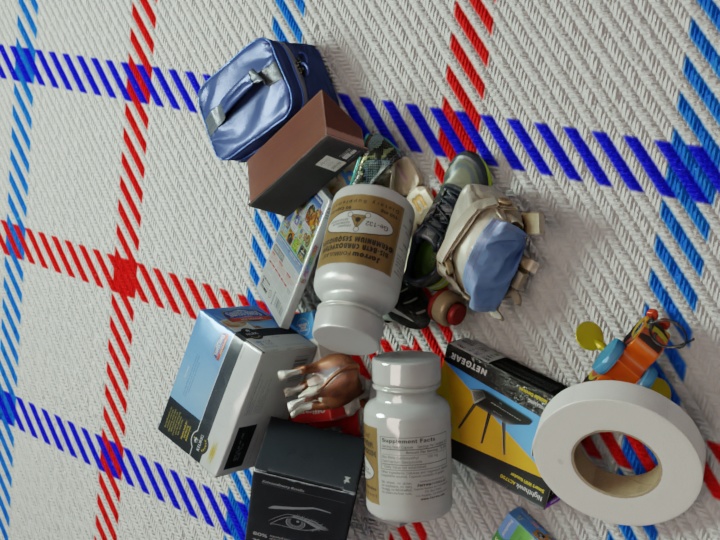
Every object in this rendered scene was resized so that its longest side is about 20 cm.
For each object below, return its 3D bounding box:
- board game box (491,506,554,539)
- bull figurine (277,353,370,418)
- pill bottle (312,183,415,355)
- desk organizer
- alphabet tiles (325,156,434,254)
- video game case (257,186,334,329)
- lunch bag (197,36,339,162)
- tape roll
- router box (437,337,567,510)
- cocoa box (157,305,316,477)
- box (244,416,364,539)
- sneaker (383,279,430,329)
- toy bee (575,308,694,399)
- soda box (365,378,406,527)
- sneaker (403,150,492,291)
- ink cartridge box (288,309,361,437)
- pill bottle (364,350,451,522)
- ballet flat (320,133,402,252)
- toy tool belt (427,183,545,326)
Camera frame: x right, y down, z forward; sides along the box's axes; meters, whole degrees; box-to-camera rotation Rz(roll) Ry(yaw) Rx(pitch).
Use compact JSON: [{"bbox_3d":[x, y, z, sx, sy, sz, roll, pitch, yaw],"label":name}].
[{"bbox_3d":[0.237,0.434,1.428,0.200,0.036,0.153,40,117,28],"label":"board game box"},{"bbox_3d":[-0.044,0.160,1.493,0.120,0.200,0.066,-17,69,-5],"label":"bull figurine"},{"bbox_3d":[0.000,0.000,1.425,0.113,0.114,0.202,-9,57,38],"label":"pill bottle"},{"bbox_3d":[-0.080,-0.161,1.539,0.199,0.071,0.078,-36,51,43],"label":"desk organizer"},{"bbox_3d":[0.025,-0.067,1.564,0.200,0.015,0.197,-40,72,34],"label":"alphabet tiles"},{"bbox_3d":[-0.095,-0.034,1.608,0.202,0.018,0.143,-68,26,15],"label":"video game case"},{"bbox_3d":[-0.137,-0.247,1.602,0.199,0.132,0.137,-33,74,36],"label":"lunch bag"},{"bbox_3d":[0.302,0.217,1.292,0.200,0.037,0.205,13,130,16],"label":"tape roll"},{"bbox_3d":[0.188,0.196,1.434,0.199,0.051,0.151,25,112,35],"label":"router box"},{"bbox_3d":[-0.178,0.168,1.575,0.130,0.133,0.202,30,107,30],"label":"cocoa box"},{"bbox_3d":[-0.079,0.323,1.554,0.146,0.105,0.202,14,129,2],"label":"box"},{"bbox_3d":[0.020,0.045,1.537,0.199,0.073,0.080,23,119,39],"label":"sneaker"},{"bbox_3d":[0.329,0.102,1.291,0.199,0.109,0.132,-25,105,42],"label":"toy bee"},{"bbox_3d":[0.053,0.250,1.539,0.063,0.068,0.203,8,98,37],"label":"soda box"},{"bbox_3d":[0.113,-0.061,1.445,0.073,0.081,0.202,25,108,22],"label":"sneaker"},{"bbox_3d":[-0.075,0.163,1.632,0.115,0.067,0.203,-13,87,39],"label":"ink cartridge box"},{"bbox_3d":[0.061,0.212,1.425,0.113,0.114,0.203,4,99,38],"label":"pill bottle"},{"bbox_3d":[0.004,-0.090,1.531,0.074,0.074,0.202,38,121,29],"label":"ballet flat"},{"bbox_3d":[0.161,-0.001,1.395,0.122,0.124,0.202,34,115,40],"label":"toy tool belt"}]
